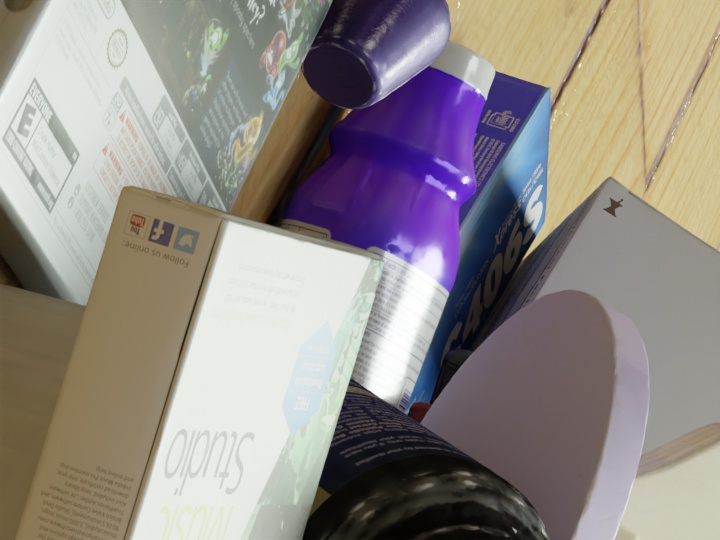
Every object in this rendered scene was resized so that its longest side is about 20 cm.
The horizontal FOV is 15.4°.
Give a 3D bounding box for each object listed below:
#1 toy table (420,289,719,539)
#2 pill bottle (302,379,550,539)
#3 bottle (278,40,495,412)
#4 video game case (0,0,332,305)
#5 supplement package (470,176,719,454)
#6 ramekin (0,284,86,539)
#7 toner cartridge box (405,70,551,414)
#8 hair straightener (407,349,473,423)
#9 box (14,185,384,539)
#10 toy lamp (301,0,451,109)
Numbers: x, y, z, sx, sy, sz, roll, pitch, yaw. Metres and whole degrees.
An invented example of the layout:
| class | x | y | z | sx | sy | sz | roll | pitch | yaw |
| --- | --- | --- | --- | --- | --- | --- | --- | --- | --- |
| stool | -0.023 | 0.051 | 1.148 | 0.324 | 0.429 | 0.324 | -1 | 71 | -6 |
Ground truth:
| class | x | y | z | sx | sy | sz | roll | pitch | yaw |
| --- | --- | --- | --- | --- | --- | --- | --- | --- | --- |
| toy table | 0.083 | 0.123 | 1.046 | 0.117 | 0.184 | 0.200 | 31 | 94 | -30 |
| pill bottle | 0.001 | 0.107 | 0.955 | 0.112 | 0.200 | 0.112 | -9 | 109 | -26 |
| bottle | 0.000 | 0.000 | 1.103 | 0.084 | 0.065 | 0.200 | 33 | 75 | -56 |
| video game case | -0.071 | -0.073 | 0.905 | 0.182 | 0.023 | 0.200 | -65 | 160 | -19 |
| supplement package | 0.111 | 0.051 | 1.280 | 0.110 | 0.114 | 0.200 | -57 | -179 | -17 |
| ramekin | -0.112 | 0.100 | 0.829 | 0.200 | 0.098 | 0.201 | 18 | 90 | -72 |
| toner cartridge box | 0.030 | 0.005 | 1.235 | 0.095 | 0.043 | 0.200 | 86 | 28 | -47 |
| hair straightener | 0.043 | 0.103 | 1.192 | 0.077 | 0.041 | 0.200 | -55 | 160 | -38 |
| box | -0.055 | 0.081 | 0.765 | 0.144 | 0.036 | 0.200 | 12 | 96 | -71 |
| toy lamp | 0.033 | -0.139 | 1.089 | 0.058 | 0.058 | 0.200 | 88 | 25 | -46 |
